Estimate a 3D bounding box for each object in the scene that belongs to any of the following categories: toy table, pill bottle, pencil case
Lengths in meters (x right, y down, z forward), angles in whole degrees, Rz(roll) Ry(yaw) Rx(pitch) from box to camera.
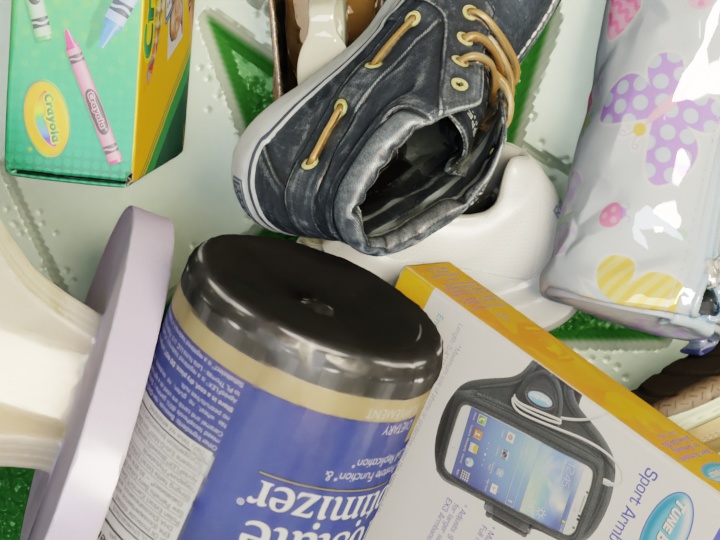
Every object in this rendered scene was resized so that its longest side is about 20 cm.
[{"bbox_3d":[-0.154,0.038,0.981,0.117,0.200,0.184,19,115,-12],"label":"toy table"},{"bbox_3d":[-0.052,0.095,0.976,0.112,0.112,0.201,24,109,2],"label":"pill bottle"},{"bbox_3d":[0.136,-0.069,1.005,0.083,0.091,0.201,15,83,-18],"label":"pencil case"}]

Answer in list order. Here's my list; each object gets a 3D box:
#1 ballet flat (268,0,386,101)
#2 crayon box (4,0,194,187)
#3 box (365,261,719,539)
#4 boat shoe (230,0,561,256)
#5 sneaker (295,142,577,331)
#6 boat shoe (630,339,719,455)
[{"bbox_3d":[-0.013,-0.131,1.045,0.068,0.067,0.201,-4,98,8],"label":"ballet flat"},{"bbox_3d":[-0.108,-0.144,1.027,0.058,0.119,0.201,6,100,6],"label":"crayon box"},{"bbox_3d":[0.075,0.098,0.980,0.200,0.041,0.119,36,112,25],"label":"box"},{"bbox_3d":[0.042,-0.080,1.000,0.200,0.091,0.071,-46,126,-17],"label":"boat shoe"},{"bbox_3d":[0.000,0.000,1.053,0.199,0.075,0.087,-20,121,1],"label":"sneaker"},{"bbox_3d":[0.194,0.055,1.002,0.199,0.072,0.076,-26,100,4],"label":"boat shoe"}]
